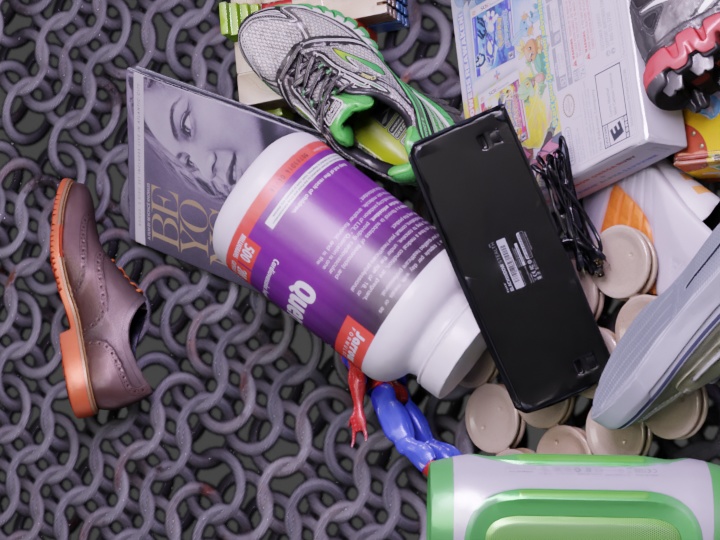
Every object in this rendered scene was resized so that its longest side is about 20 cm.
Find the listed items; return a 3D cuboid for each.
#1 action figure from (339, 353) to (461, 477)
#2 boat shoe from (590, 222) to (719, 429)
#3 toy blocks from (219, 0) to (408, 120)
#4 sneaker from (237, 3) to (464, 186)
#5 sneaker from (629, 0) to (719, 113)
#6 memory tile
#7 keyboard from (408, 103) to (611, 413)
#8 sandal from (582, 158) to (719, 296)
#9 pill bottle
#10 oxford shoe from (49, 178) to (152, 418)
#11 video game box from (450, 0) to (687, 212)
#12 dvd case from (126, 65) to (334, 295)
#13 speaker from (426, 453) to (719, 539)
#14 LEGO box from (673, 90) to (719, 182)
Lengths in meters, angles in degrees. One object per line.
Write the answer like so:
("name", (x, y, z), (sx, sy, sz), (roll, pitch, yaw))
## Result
("action figure", (0.023, 0.101, 1.481), (0.052, 0.065, 0.201), (-42, 62, 29))
("boat shoe", (0.215, 0.042, 1.291), (0.062, 0.072, 0.200), (28, 133, -8))
("toy blocks", (-0.027, -0.205, 1.555), (0.135, 0.100, 0.202), (-8, 80, 18))
("sneaker", (-0.011, -0.130, 1.460), (0.199, 0.085, 0.078), (34, 108, 21))
("sneaker", (0.255, -0.189, 1.296), (0.200, 0.071, 0.099), (-32, 64, 19))
("memory tile", (0.146, 0.074, 1.411), (0.199, 0.017, 0.155), (-33, 68, 38))
("keyboard", (0.116, -0.012, 1.381), (0.103, 0.040, 0.202), (-22, 95, 13))
("sandal", (0.225, -0.013, 1.384), (0.207, 0.059, 0.080), (52, 133, 38))
("pill bottle", (0.000, 0.000, 1.437), (0.199, 0.112, 0.113), (37, 101, 13))
("oxford shoe", (-0.208, 0.018, 1.643), (0.072, 0.071, 0.202), (-10, 72, 0))
("video game box", (0.140, -0.150, 1.422), (0.182, 0.046, 0.202), (-25, 65, 49))
("dvd case", (-0.104, -0.062, 1.571), (0.199, 0.016, 0.150), (22, 124, 32))
("speaker", (0.143, 0.164, 1.344), (0.198, 0.088, 0.089), (1, 81, 0))
("LEGO box", (0.309, -0.146, 1.345), (0.198, 0.077, 0.151), (-5, 80, 30))
